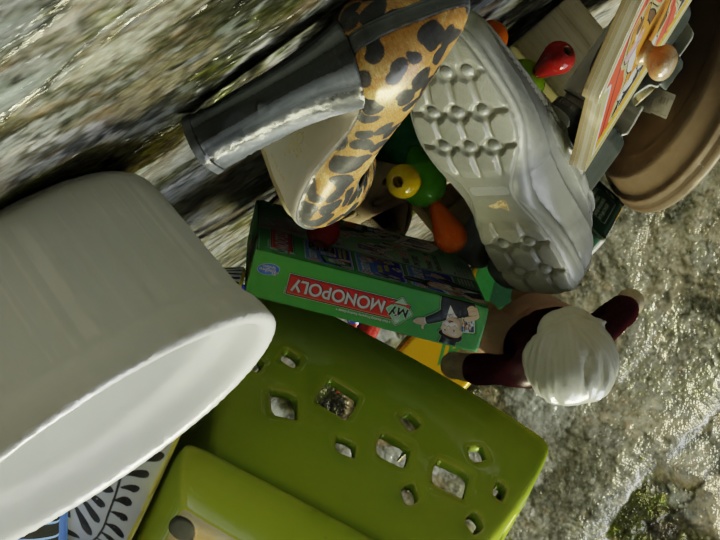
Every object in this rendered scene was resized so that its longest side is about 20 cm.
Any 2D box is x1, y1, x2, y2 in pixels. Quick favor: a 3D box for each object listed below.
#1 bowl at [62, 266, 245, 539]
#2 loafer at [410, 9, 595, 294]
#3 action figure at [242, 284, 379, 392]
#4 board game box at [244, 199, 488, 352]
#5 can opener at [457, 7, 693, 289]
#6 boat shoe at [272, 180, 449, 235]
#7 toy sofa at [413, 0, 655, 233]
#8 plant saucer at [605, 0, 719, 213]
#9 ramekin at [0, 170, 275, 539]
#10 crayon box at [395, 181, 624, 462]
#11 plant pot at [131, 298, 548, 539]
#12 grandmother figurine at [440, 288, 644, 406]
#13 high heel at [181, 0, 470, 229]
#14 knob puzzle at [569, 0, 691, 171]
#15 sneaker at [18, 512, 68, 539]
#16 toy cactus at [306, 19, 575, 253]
[{"bbox_3d":[-0.147,0.071,1.395,0.201,0.094,0.201,-155,-90,-85],"label":"bowl"},{"bbox_3d":[0.079,-0.072,1.354,0.070,0.200,0.070,2,-131,27],"label":"loafer"},{"bbox_3d":[-0.039,0.042,1.582,0.199,0.099,0.065,-8,-158,-23],"label":"action figure"},{"bbox_3d":[0.000,0.000,1.457,0.200,0.134,0.029,-100,-157,-80],"label":"board game box"},{"bbox_3d":[0.125,-0.084,1.476,0.200,0.053,0.066,-56,149,0],"label":"can opener"},{"bbox_3d":[-0.002,-0.041,1.596,0.071,0.065,0.200,-30,175,-37],"label":"boat shoe"},{"bbox_3d":[0.105,-0.100,1.612,0.098,0.083,0.200,-41,-179,-34],"label":"toy sofa"},{"bbox_3d":[0.205,-0.135,1.606,0.200,0.029,0.200,-53,-154,40],"label":"plant saucer"},{"bbox_3d":[-0.147,0.043,1.143,0.200,0.098,0.201,-34,168,-8],"label":"ramekin"},{"bbox_3d":[0.082,0.023,1.617,0.200,0.052,0.126,-49,179,17],"label":"crayon box"},{"bbox_3d":[-0.035,0.163,1.390,0.199,0.200,0.182,-61,180,33],"label":"plant pot"},{"bbox_3d":[0.108,0.042,1.413,0.121,0.061,0.200,-32,-172,-1],"label":"grandmother figurine"},{"bbox_3d":[0.013,-0.081,1.196,0.142,0.072,0.200,-28,168,15],"label":"high heel"},{"bbox_3d":[0.174,-0.159,1.284,0.220,0.030,0.220,-57,169,-18],"label":"knob puzzle"},{"bbox_3d":[-0.187,0.114,1.282,0.070,0.200,0.078,6,-145,11],"label":"sneaker"},{"bbox_3d":[0.026,-0.067,1.453,0.200,0.102,0.165,-42,-169,-32],"label":"toy cactus"}]
